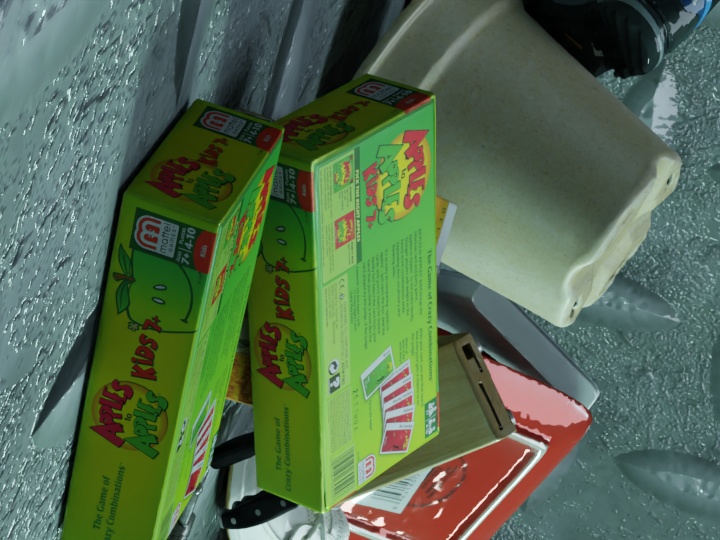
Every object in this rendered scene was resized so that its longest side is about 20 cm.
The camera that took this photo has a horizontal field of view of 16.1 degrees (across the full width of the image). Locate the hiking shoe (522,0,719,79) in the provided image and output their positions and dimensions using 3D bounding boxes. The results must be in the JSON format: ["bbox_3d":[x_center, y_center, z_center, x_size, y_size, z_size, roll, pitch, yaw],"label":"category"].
[{"bbox_3d":[0.169,-0.170,1.660,0.087,0.075,0.200,-33,-159,-14],"label":"hiking shoe"}]

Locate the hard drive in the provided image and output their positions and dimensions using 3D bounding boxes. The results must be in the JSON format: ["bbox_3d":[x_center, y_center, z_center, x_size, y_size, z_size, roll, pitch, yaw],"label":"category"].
[{"bbox_3d":[0.088,0.046,1.938,0.027,0.132,0.200,-50,-158,-12],"label":"hard drive"}]

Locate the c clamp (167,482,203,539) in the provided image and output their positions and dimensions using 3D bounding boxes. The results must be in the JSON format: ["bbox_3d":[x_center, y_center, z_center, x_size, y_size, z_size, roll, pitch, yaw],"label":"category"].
[{"bbox_3d":[-0.135,0.231,1.476,0.171,0.027,0.201,103,6,-72],"label":"c clamp"}]

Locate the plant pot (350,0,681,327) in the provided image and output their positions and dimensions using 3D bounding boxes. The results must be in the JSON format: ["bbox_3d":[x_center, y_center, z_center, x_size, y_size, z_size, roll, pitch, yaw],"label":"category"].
[{"bbox_3d":[0.095,-0.069,1.618,0.201,0.183,0.201,-51,168,-15],"label":"plant pot"}]

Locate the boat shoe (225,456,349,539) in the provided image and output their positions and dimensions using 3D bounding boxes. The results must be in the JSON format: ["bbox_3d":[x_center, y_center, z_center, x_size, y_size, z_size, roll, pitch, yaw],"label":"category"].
[{"bbox_3d":[-0.041,0.170,1.725,0.200,0.069,0.071,60,37,-63],"label":"boat shoe"}]

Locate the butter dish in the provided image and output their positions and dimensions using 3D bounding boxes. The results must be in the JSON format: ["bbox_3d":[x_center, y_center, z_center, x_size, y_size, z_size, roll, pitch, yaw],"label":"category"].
[{"bbox_3d":[0.030,0.108,1.868,0.200,0.199,0.148,-49,-141,21],"label":"butter dish"}]

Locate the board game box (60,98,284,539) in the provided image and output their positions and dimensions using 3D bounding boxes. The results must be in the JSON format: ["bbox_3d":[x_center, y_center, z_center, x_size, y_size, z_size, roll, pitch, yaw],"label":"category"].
[{"bbox_3d":[-0.090,0.032,1.205,0.102,0.047,0.201,-62,168,-58],"label":"board game box"}]

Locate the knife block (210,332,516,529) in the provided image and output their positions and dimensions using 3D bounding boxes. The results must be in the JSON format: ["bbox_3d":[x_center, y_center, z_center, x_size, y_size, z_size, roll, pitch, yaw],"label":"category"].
[{"bbox_3d":[-0.009,0.103,1.520,0.175,0.064,0.200,-27,-179,-7],"label":"knife block"}]

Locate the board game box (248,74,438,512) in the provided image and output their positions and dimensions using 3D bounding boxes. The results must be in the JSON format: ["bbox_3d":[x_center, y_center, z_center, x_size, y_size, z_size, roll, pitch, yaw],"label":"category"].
[{"bbox_3d":[-0.008,0.012,1.315,0.101,0.048,0.201,-31,130,-44],"label":"board game box"}]

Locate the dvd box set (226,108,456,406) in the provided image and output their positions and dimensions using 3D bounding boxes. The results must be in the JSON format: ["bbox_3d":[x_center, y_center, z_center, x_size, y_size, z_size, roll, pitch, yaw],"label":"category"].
[{"bbox_3d":[-0.027,0.008,1.372,0.200,0.029,0.147,23,86,-57],"label":"dvd box set"}]
